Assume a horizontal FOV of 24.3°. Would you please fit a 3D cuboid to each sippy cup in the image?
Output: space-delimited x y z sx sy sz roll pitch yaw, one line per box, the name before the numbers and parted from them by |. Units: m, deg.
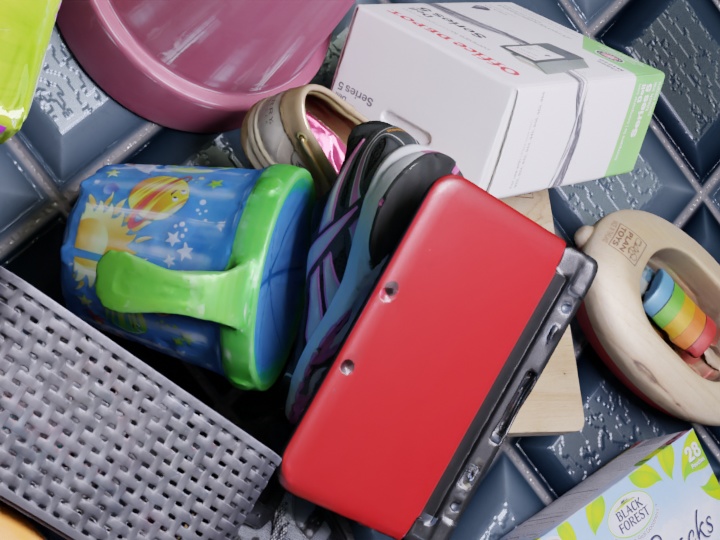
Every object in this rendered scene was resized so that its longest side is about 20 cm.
sippy cup | -0.106 -0.006 1.005 0.129 0.178 0.140 11 65 10

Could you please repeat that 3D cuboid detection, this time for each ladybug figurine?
ladybug figurine | 0.227 0.039 1.283 0.200 0.072 0.136 47 53 -14

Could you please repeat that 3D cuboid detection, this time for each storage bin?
storage bin | -0.157 0.078 0.865 0.200 0.135 0.094 39 77 -31

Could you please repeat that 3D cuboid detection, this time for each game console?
game console | 0.042 0.053 1.003 0.118 0.172 0.201 30 91 -4

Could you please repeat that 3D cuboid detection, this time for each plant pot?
plant pot | -0.076 -0.209 1.080 0.199 0.179 0.201 13 67 -33

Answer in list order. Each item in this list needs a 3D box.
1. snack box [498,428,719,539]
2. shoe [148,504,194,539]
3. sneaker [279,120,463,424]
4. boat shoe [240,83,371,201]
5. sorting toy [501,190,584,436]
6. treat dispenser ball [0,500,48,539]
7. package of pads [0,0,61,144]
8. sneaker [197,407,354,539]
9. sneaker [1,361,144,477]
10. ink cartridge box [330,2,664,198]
snack box | 0.195 0.232 1.194 0.199 0.068 0.169 -26 91 -40
shoe | -0.089 0.231 0.950 0.070 0.053 0.201 3 73 -70
sneaker | 0.000 0.000 1.017 0.080 0.201 0.086 8 29 -35
boat shoe | 0.015 -0.045 1.069 0.200 0.069 0.074 36 56 -21
sorting toy | 0.046 0.021 1.158 0.199 0.069 0.200 3 72 -36
treat dispenser ball | -0.230 0.197 0.811 0.200 0.201 0.202 13 67 -32
package of pads | -0.242 -0.180 0.956 0.154 0.068 0.201 23 62 -27
sneaker | -0.047 0.175 1.009 0.113 0.075 0.201 4 54 -45
sneaker | -0.203 0.092 0.961 0.199 0.077 0.080 -9 94 -31
ink cartridge box | 0.096 -0.123 1.167 0.145 0.084 0.199 31 25 30
